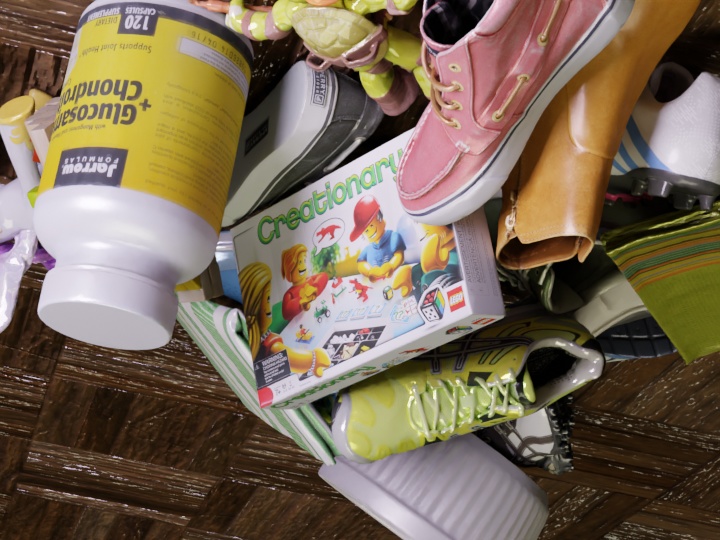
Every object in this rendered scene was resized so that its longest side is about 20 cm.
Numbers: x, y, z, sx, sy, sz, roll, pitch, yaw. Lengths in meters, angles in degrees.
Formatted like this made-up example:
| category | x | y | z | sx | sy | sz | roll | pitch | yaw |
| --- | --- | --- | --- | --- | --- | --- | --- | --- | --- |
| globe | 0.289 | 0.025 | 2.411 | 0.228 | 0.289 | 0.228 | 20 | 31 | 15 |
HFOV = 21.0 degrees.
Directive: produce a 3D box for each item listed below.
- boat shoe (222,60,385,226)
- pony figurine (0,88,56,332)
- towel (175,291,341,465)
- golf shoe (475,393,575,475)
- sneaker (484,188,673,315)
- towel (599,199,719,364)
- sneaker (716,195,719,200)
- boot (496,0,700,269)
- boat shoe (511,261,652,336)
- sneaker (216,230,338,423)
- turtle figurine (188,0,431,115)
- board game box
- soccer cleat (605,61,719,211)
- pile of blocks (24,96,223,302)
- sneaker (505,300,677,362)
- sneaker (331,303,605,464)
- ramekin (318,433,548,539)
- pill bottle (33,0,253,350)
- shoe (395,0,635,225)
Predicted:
| category | x | y | z | sx | sy | sz | roll | pitch | yaw |
| --- | --- | --- | --- | --- | --- | --- | --- | --- | --- |
| boat shoe | -0.049 | -0.073 | 1.284 | 0.064 | 0.071 | 0.200 | 14 | 158 | -23 |
| pony figurine | -0.251 | -0.036 | 1.360 | 0.193 | 0.167 | 0.200 | -14 | 133 | 18 |
| towel | -0.089 | 0.071 | 1.499 | 0.153 | 0.023 | 0.200 | 53 | 169 | -19 |
| golf shoe | 0.135 | 0.125 | 1.657 | 0.094 | 0.078 | 0.200 | 4 | 154 | 8 |
| sneaker | 0.125 | -0.011 | 1.342 | 0.200 | 0.090 | 0.067 | -14 | 145 | 39 |
| towel | 0.225 | 0.011 | 1.269 | 0.086 | 0.018 | 0.200 | -15 | 151 | 18 |
| sneaker | 0.293 | -0.014 | 1.317 | 0.099 | 0.070 | 0.200 | -10 | 141 | 30 |
| boot | 0.138 | -0.086 | 1.115 | 0.071 | 0.144 | 0.201 | 15 | 154 | -17 |
| boat shoe | 0.188 | 0.007 | 1.385 | 0.200 | 0.057 | 0.067 | -27 | 108 | 13 |
| sneaker | -0.042 | 0.049 | 1.478 | 0.200 | 0.131 | 0.080 | 14 | 155 | -11 |
| turtle figurine | 0.006 | -0.142 | 1.126 | 0.200 | 0.064 | 0.161 | -12 | 149 | 37 |
| board game box | 0.000 | 0.000 | 1.227 | 0.035 | 0.126 | 0.200 | 5 | 157 | -43 |
| soccer cleat | 0.172 | -0.085 | 1.210 | 0.070 | 0.086 | 0.200 | 16 | 178 | -25 |
| pile of blocks | -0.169 | -0.033 | 1.281 | 0.062 | 0.082 | 0.200 | -5 | 140 | 34 |
| sneaker | 0.176 | 0.037 | 1.460 | 0.200 | 0.074 | 0.082 | -13 | 178 | 19 |
| sneaker | 0.072 | 0.073 | 1.303 | 0.200 | 0.075 | 0.076 | -24 | -163 | -21 |
| ramekin | 0.072 | 0.196 | 1.714 | 0.200 | 0.105 | 0.200 | 36 | 173 | 5 |
| pill bottle | -0.135 | -0.059 | 1.178 | 0.112 | 0.200 | 0.112 | 8 | 159 | 3 |
| shoe | 0.059 | -0.110 | 1.081 | 0.091 | 0.072 | 0.200 | 14 | 129 | -37 |
